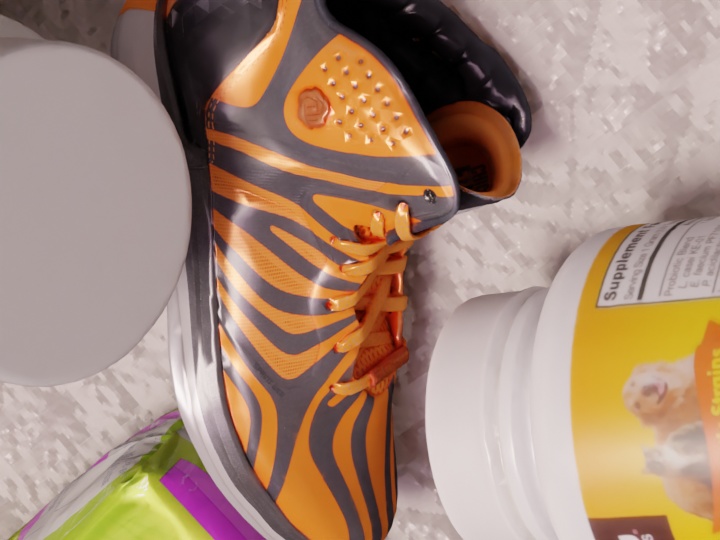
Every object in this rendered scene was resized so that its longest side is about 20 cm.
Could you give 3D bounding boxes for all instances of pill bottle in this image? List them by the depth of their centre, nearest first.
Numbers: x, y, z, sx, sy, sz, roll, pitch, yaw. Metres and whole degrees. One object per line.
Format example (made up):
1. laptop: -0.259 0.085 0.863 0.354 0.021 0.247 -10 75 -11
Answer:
1. pill bottle: 0.122 0.038 0.730 0.199 0.109 0.110 -6 114 31
2. pill bottle: -0.145 -0.025 0.795 0.199 0.114 0.114 9 124 51

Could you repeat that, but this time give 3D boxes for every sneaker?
1. sneaker: 0.000 0.000 0.794 0.111 0.078 0.201 -3 115 31

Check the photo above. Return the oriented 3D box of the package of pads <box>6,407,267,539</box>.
1. package of pads: -0.072 0.150 0.924 0.155 0.068 0.200 47 127 -3
